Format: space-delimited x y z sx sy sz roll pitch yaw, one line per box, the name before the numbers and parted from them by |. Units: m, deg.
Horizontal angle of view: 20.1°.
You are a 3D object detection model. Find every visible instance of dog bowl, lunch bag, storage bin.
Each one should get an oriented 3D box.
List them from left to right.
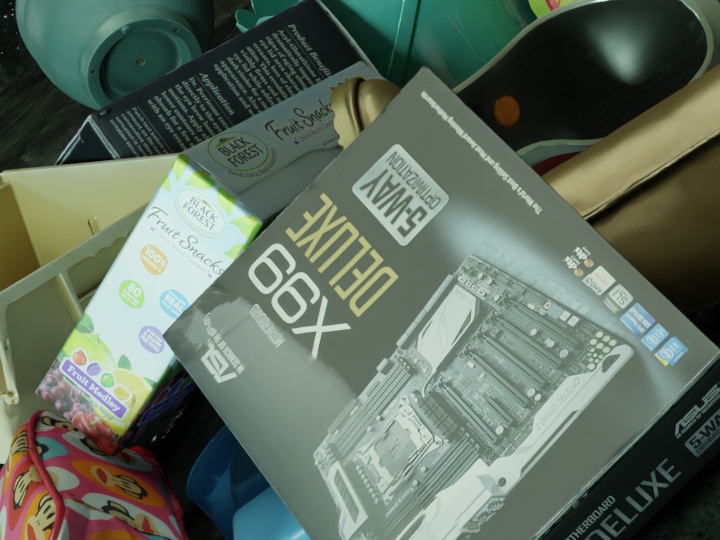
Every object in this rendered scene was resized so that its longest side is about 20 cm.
storage bin | -0.183 0.020 1.086 0.199 0.094 0.198 -2 23 41
lunch bag | -0.145 0.166 0.886 0.177 0.082 0.200 -63 16 6
dog bowl | -0.020 0.102 0.910 0.111 0.050 0.200 -36 16 6

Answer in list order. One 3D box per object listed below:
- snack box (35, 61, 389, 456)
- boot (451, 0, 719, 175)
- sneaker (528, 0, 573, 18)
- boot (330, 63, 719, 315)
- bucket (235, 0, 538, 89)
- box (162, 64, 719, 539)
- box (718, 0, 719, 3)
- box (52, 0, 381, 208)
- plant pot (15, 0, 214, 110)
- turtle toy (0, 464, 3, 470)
snack box | -0.053 -0.011 0.948 0.143 0.053 0.200 -57 -10 28
boot | 0.126 -0.094 1.046 0.199 0.073 0.144 -26 -7 38
sneaker | 0.141 -0.157 1.214 0.090 0.078 0.200 -43 18 -11
boot | 0.106 -0.049 0.869 0.199 0.176 0.066 -30 -15 13
bucket | 0.028 -0.172 1.378 0.207 0.135 0.207 -34 16 11
box | 0.032 0.037 0.780 0.158 0.050 0.200 -44 49 4
box | 0.223 -0.205 0.975 0.163 0.167 0.200 -26 15 -6
box | -0.092 -0.060 1.258 0.200 0.105 0.148 -34 -6 -39
plant pot | -0.229 -0.233 2.007 0.200 0.200 0.135 -35 44 7
turtle toy | -0.232 0.156 1.050 0.101 0.146 0.200 -24 19 10
